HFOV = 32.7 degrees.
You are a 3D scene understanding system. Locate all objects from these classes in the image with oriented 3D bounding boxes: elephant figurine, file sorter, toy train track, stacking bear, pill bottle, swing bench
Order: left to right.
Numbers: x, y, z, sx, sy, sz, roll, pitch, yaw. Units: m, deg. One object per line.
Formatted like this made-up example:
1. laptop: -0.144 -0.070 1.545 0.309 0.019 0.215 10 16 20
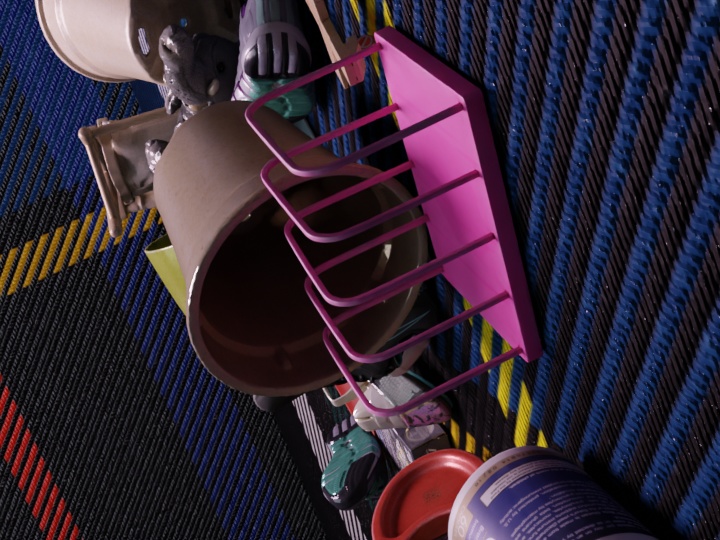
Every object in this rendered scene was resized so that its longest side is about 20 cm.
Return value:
1. swing bench: -0.209 -0.135 1.425 0.200 0.196 0.132 -136 29 -77
2. elephant figurine: -0.141 -0.175 1.202 0.156 0.139 0.203 -127 33 -49
3. toy train track: -0.030 -0.213 0.898 0.115 0.032 0.201 68 177 -53
4. file sorter: 0.018 -0.028 0.811 0.139 0.124 0.202 50 161 55
5. stacking bear: 0.105 0.275 1.130 0.202 0.120 0.114 60 -174 -22
6. pill bottle: 0.139 0.199 0.766 0.112 0.110 0.200 69 169 -22

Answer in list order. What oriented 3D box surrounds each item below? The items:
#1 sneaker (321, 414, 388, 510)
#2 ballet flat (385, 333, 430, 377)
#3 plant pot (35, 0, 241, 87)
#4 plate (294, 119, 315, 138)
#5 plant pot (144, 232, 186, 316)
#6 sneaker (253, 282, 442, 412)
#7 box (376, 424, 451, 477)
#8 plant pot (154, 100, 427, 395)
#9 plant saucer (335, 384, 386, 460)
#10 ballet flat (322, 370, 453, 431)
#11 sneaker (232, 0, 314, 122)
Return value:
1. sneaker: 0.008 0.233 1.390 0.088 0.074 0.200 56 -169 -12
2. ballet flat: 0.000 0.000 1.127 0.202 0.069 0.069 58 169 5
3. plant pot: -0.223 -0.281 1.318 0.183 0.199 0.203 32 148 49
4. plate: -0.062 -0.101 1.307 0.202 0.025 0.201 62 168 22
5. plant pot: -0.125 0.029 1.427 0.202 0.185 0.187 67 169 -11
6. sneaker: -0.014 0.072 1.071 0.080 0.200 0.075 50 -156 3
7. box: 0.068 0.224 1.336 0.161 0.049 0.202 -129 18 -61
8. plant pot: -0.076 -0.036 0.983 0.184 0.198 0.202 48 161 46
9. plant saucer: -0.014 0.110 1.516 0.201 0.036 0.201 56 166 37
10. ballet flat: 0.005 0.112 1.206 0.199 0.071 0.070 32 159 41
11. sneaker: -0.075 -0.192 1.072 0.200 0.073 0.089 127 139 -74
